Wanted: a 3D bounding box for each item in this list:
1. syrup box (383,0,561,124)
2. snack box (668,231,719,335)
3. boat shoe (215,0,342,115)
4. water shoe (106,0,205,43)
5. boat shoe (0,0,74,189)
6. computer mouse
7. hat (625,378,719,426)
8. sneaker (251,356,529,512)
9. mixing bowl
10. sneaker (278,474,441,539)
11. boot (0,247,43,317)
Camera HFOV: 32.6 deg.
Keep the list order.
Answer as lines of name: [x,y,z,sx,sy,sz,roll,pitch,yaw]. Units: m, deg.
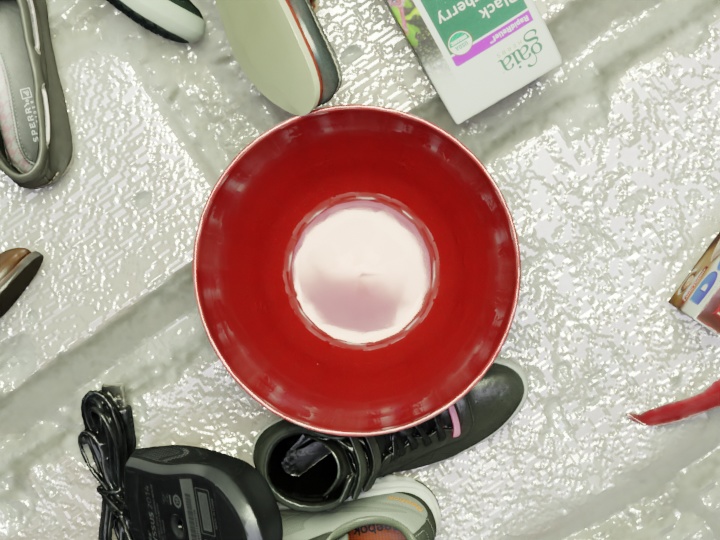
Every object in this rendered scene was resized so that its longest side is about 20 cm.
syrup box: [0.041,-0.197,0.751,0.079,0.081,0.200,-30,119,6]
snack box: [0.277,-0.049,0.803,0.024,0.072,0.200,34,96,-4]
boat shoe: [-0.060,-0.182,0.769,0.062,0.071,0.200,-16,62,-34]
water shoe: [-0.169,-0.231,0.796,0.200,0.072,0.079,39,89,-5]
boat shoe: [-0.238,-0.152,0.813,0.067,0.057,0.201,-16,96,4]
computer mouse: [-0.110,0.151,0.808,0.053,0.200,0.139,-13,103,-41]
hat: [0.305,0.082,0.762,0.166,0.200,0.176,45,84,6]
sneaker: [0.020,0.112,0.816,0.199,0.099,0.071,-17,95,3]
mixing bowl: [0.000,0.000,0.793,0.200,0.108,0.201,0,90,3]
sneaker: [-0.042,0.195,0.839,0.200,0.079,0.074,-20,98,5]
boot: [-0.342,-0.020,0.835,0.186,0.064,0.200,-39,90,3]
